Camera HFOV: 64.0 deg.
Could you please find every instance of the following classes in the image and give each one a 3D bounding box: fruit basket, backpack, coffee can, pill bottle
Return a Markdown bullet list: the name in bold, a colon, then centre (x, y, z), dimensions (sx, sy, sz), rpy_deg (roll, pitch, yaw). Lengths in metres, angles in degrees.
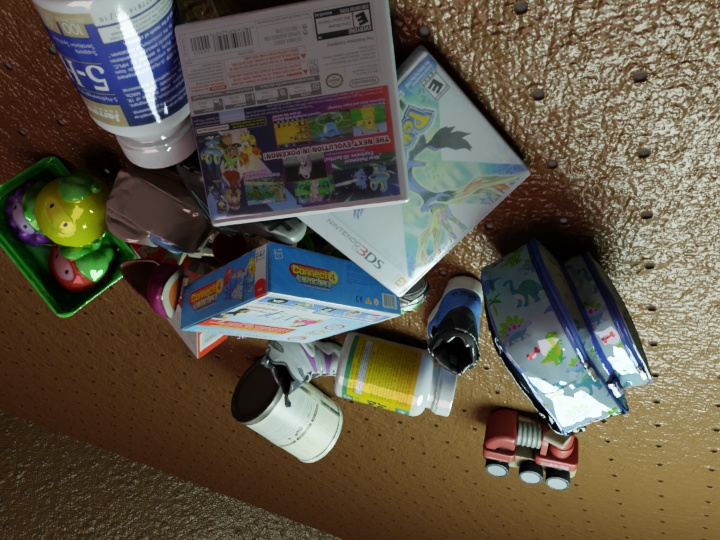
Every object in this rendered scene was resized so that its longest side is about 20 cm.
- **fruit basket**: centre (-0.417, -0.058, 0.808), dimensions (0.215, 0.155, 0.217), rpy_deg (42, 159, 21)
- **backpack**: centre (0.237, 0.062, 0.681), dimensions (0.146, 0.185, 0.200), rpy_deg (-32, 122, 22)
- **coffee can**: centre (-0.152, 0.294, 1.214), dimensions (0.144, 0.148, 0.200), rpy_deg (-13, 136, 38)
- **pill bottle**: centre (0.061, 0.182, 0.984), dimensions (0.196, 0.114, 0.114), rpy_deg (13, 146, 6)
- **pill bottle**: centre (-0.224, -0.205, 0.566), dimensions (0.117, 0.121, 0.202), rpy_deg (11, 146, 10)

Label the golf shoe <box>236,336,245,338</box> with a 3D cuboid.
- **golf shoe**: centre (-0.162, 0.021, 0.902), dimensions (0.075, 0.092, 0.201), rpy_deg (39, 132, 1)

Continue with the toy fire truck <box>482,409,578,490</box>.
- **toy fire truck**: centre (0.315, 0.312, 1.059), dimensions (0.172, 0.130, 0.203), rpy_deg (8, 134, 15)

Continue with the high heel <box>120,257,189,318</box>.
- **high heel**: centre (-0.272, 0.016, 0.726), dimensions (0.094, 0.069, 0.200), rpy_deg (15, 175, -13)

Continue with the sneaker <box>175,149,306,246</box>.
- **sneaker**: centre (-0.133, -0.075, 0.663), dimensions (0.199, 0.075, 0.080), rpy_deg (34, 141, 30)

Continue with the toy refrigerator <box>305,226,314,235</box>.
- **toy refrigerator**: centre (-0.038, -0.101, 0.670), dimensions (0.198, 0.071, 0.076), rpy_deg (-17, 133, 40)

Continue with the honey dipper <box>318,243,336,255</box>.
- **honey dipper**: centre (-0.026, -0.039, 0.729), dimensions (0.038, 0.038, 0.199), rpy_deg (33, 126, -23)

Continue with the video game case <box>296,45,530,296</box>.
- **video game case**: centre (0.050, -0.087, 0.591), dimensions (0.181, 0.022, 0.200), rpy_deg (37, 108, -30)

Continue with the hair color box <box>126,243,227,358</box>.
- **hair color box**: centre (-0.285, 0.024, 0.888), dimensions (0.200, 0.064, 0.111), rpy_deg (46, 149, 13)

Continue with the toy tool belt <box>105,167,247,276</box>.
- **toy tool belt**: centre (-0.243, -0.064, 0.802), dimensions (0.197, 0.127, 0.123), rpy_deg (25, 177, -5)

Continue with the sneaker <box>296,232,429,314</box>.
- **sneaker**: centre (0.000, 0.000, 0.788), dimensions (0.196, 0.079, 0.086), rpy_deg (17, 146, 3)

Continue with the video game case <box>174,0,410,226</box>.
- **video game case**: centre (-0.061, -0.144, 0.532), dimensions (0.195, 0.023, 0.186), rpy_deg (-6, 103, 9)

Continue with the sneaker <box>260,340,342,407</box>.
- **sneaker**: centre (-0.098, 0.187, 1.041), dimensions (0.199, 0.142, 0.077), rpy_deg (35, 143, -23)

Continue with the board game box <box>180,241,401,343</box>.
- **board game box**: centre (-0.086, 0.037, 0.708), dimensions (0.198, 0.057, 0.194), rpy_deg (13, 156, -42)

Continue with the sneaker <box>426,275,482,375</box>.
- **sneaker**: centre (0.132, 0.108, 0.847), dimensions (0.075, 0.113, 0.201), rpy_deg (15, 147, 3)
